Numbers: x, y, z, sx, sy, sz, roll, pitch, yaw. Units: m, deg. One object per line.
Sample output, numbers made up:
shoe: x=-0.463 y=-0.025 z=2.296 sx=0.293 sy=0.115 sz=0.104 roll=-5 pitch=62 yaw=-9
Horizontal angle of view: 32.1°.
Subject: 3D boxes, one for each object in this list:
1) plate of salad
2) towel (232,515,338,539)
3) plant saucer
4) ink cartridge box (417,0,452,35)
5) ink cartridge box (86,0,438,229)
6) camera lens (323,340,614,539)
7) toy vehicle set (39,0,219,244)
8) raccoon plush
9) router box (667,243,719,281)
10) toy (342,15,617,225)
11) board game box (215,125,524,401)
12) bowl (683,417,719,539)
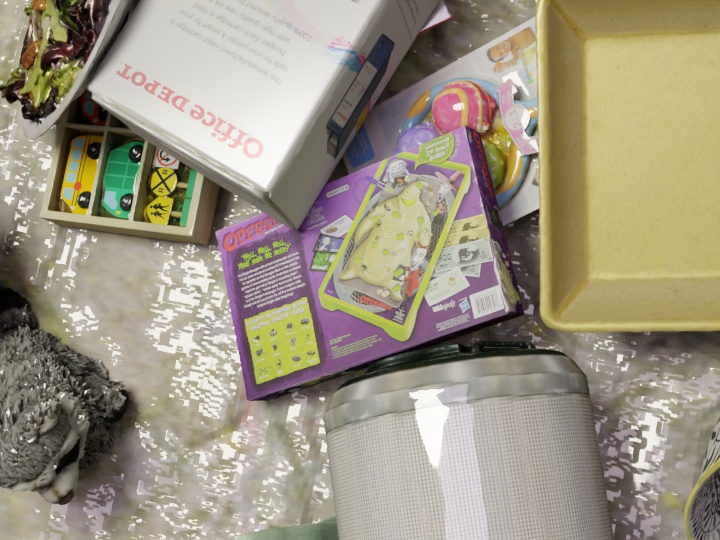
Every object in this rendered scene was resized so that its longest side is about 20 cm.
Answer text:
plate of salad: x=-0.191 y=-0.185 z=0.826 sx=0.048 sy=0.199 sz=0.203 roll=21 pitch=81 yaw=-29
towel: x=-0.009 y=0.245 z=0.726 sx=0.023 sy=0.152 sz=0.203 roll=-20 pitch=77 yaw=19
plant saucer: x=0.203 y=-0.068 z=0.733 sx=0.197 sy=0.048 sz=0.203 roll=-1 pitch=95 yaw=9
ink cartridge box: x=-0.019 y=-0.231 z=0.873 sx=0.108 sy=0.050 sz=0.202 roll=-25 pitch=77 yaw=5
ink cartridge box: x=-0.055 y=-0.151 z=0.791 sx=0.144 sy=0.088 sz=0.201 roll=29 pitch=83 yaw=17
camera lens: x=0.066 y=0.149 z=0.725 sx=0.158 sy=0.160 sz=0.203 roll=-10 pitch=77 yaw=8
toy vehicle set: x=-0.146 y=-0.125 z=0.876 sx=0.123 sy=0.026 sz=0.203 roll=6 pitch=80 yaw=21
raccoon plush: x=-0.242 y=0.072 z=0.808 sx=0.199 sy=0.134 sz=0.097 roll=37 pitch=88 yaw=15
router box: x=0.247 y=-0.100 z=0.798 sx=0.147 sy=0.051 sz=0.203 roll=-12 pitch=77 yaw=9
toy: x=0.076 y=-0.088 z=0.805 sx=0.198 sy=0.047 sz=0.116 roll=-25 pitch=74 yaw=18
board game box: x=0.000 y=0.000 z=0.798 sx=0.198 sy=0.032 sz=0.122 roll=-20 pitch=78 yaw=29
bowl: x=0.279 y=0.097 z=0.706 sx=0.198 sy=0.202 sz=0.095 roll=-3 pitch=48 yaw=9
